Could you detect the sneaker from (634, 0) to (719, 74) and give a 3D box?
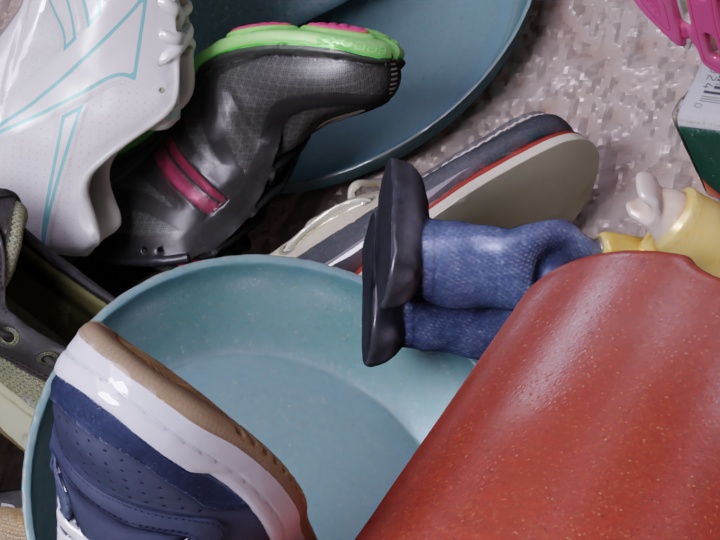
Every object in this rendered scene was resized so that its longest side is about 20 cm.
[{"bbox_3d":[0.191,-0.110,0.988,0.199,0.074,0.088,11,60,27],"label":"sneaker"}]

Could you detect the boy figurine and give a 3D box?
[{"bbox_3d":[0.102,0.006,0.965,0.198,0.125,0.065,4,57,-5],"label":"boy figurine"}]

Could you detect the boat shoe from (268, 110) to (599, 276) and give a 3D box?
[{"bbox_3d":[0.000,0.000,1.064,0.200,0.071,0.063,-38,51,2],"label":"boat shoe"}]

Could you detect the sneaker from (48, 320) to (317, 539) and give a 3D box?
[{"bbox_3d":[-0.071,0.093,0.808,0.070,0.200,0.109,37,79,19],"label":"sneaker"}]

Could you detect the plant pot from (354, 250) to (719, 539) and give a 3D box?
[{"bbox_3d":[0.077,0.113,0.864,0.200,0.201,0.196,8,49,30],"label":"plant pot"}]

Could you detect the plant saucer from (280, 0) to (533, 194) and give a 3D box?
[{"bbox_3d":[-0.014,-0.107,1.185,0.199,0.027,0.201,-14,49,16],"label":"plant saucer"}]

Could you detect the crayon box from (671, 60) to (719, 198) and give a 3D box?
[{"bbox_3d":[0.231,-0.076,1.024,0.199,0.051,0.127,11,60,33],"label":"crayon box"}]

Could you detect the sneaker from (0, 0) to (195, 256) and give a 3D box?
[{"bbox_3d":[-0.090,-0.098,1.044,0.080,0.070,0.201,28,104,11],"label":"sneaker"}]

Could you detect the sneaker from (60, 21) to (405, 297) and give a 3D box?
[{"bbox_3d":[-0.055,-0.034,1.092,0.199,0.076,0.084,-31,69,33],"label":"sneaker"}]

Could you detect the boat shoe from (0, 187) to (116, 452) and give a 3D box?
[{"bbox_3d":[-0.143,-0.003,1.004,0.066,0.201,0.072,-37,26,24],"label":"boat shoe"}]

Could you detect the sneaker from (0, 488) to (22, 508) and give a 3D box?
[{"bbox_3d":[-0.138,0.127,1.025,0.091,0.066,0.200,-49,47,-4],"label":"sneaker"}]

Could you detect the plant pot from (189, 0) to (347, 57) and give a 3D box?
[{"bbox_3d":[-0.045,-0.227,1.155,0.199,0.196,0.197,-17,48,4],"label":"plant pot"}]

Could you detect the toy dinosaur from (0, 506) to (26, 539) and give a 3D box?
[{"bbox_3d":[-0.086,0.106,0.991,0.199,0.058,0.102,3,57,-26],"label":"toy dinosaur"}]

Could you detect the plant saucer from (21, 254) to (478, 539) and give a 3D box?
[{"bbox_3d":[-0.025,0.092,0.963,0.199,0.036,0.201,11,59,-19],"label":"plant saucer"}]
